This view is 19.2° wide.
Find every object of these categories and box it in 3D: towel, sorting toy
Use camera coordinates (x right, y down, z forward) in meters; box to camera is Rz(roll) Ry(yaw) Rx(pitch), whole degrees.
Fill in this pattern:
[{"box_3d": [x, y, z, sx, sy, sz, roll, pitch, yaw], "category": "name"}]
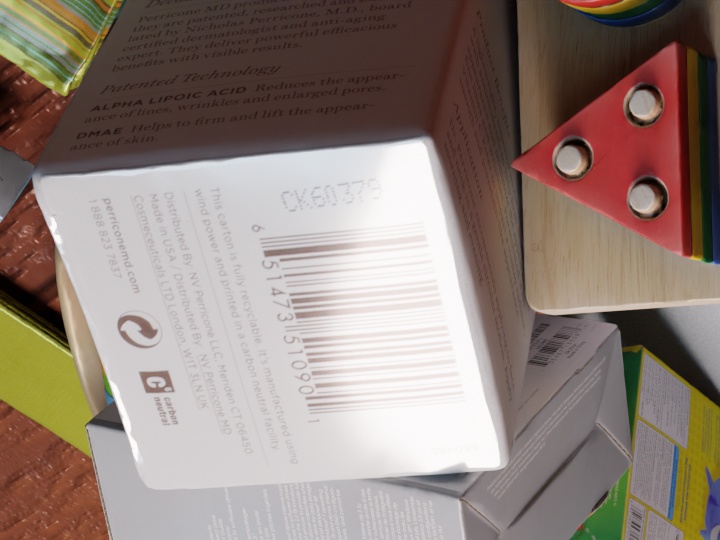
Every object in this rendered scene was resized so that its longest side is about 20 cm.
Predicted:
[{"box_3d": [-0.209, 0.049, 1.279, 0.199, 0.018, 0.086, 35, 140, -11], "category": "towel"}, {"box_3d": [-0.129, -0.172, 0.954, 0.086, 0.018, 0.200, 29, 128, -6], "category": "towel"}, {"box_3d": [0.146, -0.090, 0.852, 0.197, 0.202, 0.069, -5, 173, 29], "category": "sorting toy"}]

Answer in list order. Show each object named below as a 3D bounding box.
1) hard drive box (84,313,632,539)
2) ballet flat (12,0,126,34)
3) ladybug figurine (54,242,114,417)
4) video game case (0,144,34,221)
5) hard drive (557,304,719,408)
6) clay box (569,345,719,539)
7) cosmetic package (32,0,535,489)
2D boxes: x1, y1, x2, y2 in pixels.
[{"box_3d": [0.002, 0.079, 0.976, 0.199, 0.156, 0.077, 8, 120, 32], "category": "hard drive box"}, {"box_3d": [-0.132, -0.119, 1.056, 0.064, 0.067, 0.201, 18, 145, 56], "category": "ballet flat"}, {"box_3d": [-0.112, 0.041, 1.171, 0.136, 0.072, 0.201, 44, 149, 44], "category": "ladybug figurine"}, {"box_3d": [-0.298, -0.047, 1.161, 0.181, 0.046, 0.200, 35, 139, -13], "category": "video game case"}, {"box_3d": [0.189, 0.016, 1.055, 0.199, 0.033, 0.140, -7, 129, 31], "category": "hard drive"}, {"box_3d": [0.170, 0.132, 1.078, 0.047, 0.116, 0.200, -10, 148, 36], "category": "clay box"}, {"box_3d": [-0.017, -0.035, 0.913, 0.164, 0.201, 0.166, -5, 123, 15], "category": "cosmetic package"}]
